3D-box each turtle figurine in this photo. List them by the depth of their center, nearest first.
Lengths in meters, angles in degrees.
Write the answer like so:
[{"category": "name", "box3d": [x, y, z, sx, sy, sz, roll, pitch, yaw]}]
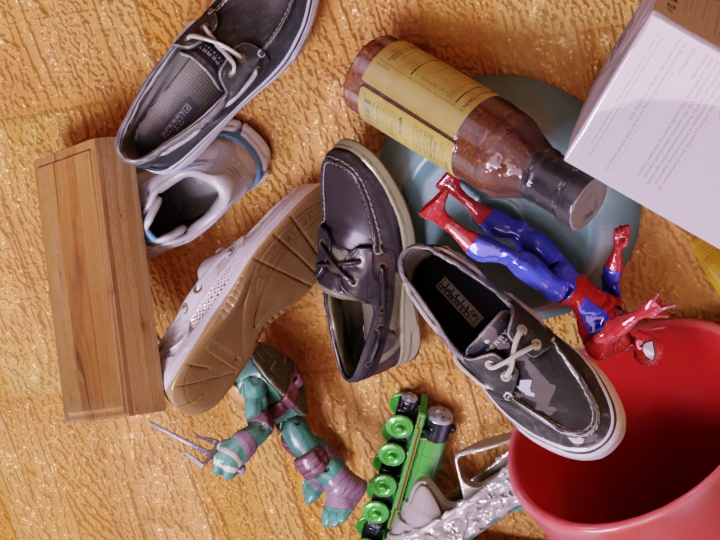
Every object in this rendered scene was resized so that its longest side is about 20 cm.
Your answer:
[{"category": "turtle figurine", "box3d": [-0.083, 0.110, 1.384, 0.100, 0.150, 0.200, -40, 110, 14]}]

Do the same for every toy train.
[{"category": "toy train", "box3d": [0.032, 0.183, 1.437, 0.056, 0.042, 0.202, 13, 123, -2]}]

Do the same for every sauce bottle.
[{"category": "sauce bottle", "box3d": [0.077, -0.091, 1.204, 0.199, 0.066, 0.067, 36, 128, 28]}]

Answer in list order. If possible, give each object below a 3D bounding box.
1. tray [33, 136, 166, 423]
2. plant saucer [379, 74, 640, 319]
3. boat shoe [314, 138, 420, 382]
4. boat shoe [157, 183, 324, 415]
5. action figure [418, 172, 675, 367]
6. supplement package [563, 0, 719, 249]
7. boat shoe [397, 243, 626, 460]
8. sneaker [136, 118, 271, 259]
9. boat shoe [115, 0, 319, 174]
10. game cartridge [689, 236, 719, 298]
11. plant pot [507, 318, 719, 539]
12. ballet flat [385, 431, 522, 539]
[{"category": "tray", "box3d": [-0.196, 0.009, 1.319, 0.098, 0.037, 0.202, -11, 86, 52]}, {"category": "plant saucer", "box3d": [0.102, -0.042, 1.286, 0.198, 0.036, 0.202, 8, 121, 14]}, {"category": "boat shoe", "box3d": [0.000, 0.000, 1.303, 0.073, 0.065, 0.202, 23, 138, 42]}, {"category": "boat shoe", "box3d": [-0.092, 0.009, 1.323, 0.069, 0.201, 0.071, 31, 169, 44]}, {"category": "action figure", "box3d": [0.147, -0.011, 1.227, 0.200, 0.065, 0.099, 41, 132, -8]}, {"category": "supplement package", "box3d": [0.253, -0.092, 1.157, 0.199, 0.120, 0.122, 30, 121, -1]}, {"category": "boat shoe", "box3d": [0.099, 0.056, 1.234, 0.200, 0.064, 0.071, 42, 94, 21]}, {"category": "sneaker", "box3d": [-0.161, -0.042, 1.341, 0.199, 0.087, 0.075, -31, 108, 31]}, {"category": "boat shoe", "box3d": [-0.098, -0.144, 1.246, 0.072, 0.071, 0.201, 39, 106, 6]}, {"category": "game cartridge", "box3d": [0.297, 0.071, 1.196, 0.032, 0.200, 0.177, -31, 108, 7]}, {"category": "plant pot", "box3d": [0.227, 0.167, 1.283, 0.199, 0.201, 0.178, -15, 125, 25]}, {"category": "ballet flat", "box3d": [0.081, 0.176, 1.388, 0.199, 0.072, 0.072, -33, 107, 10]}]
